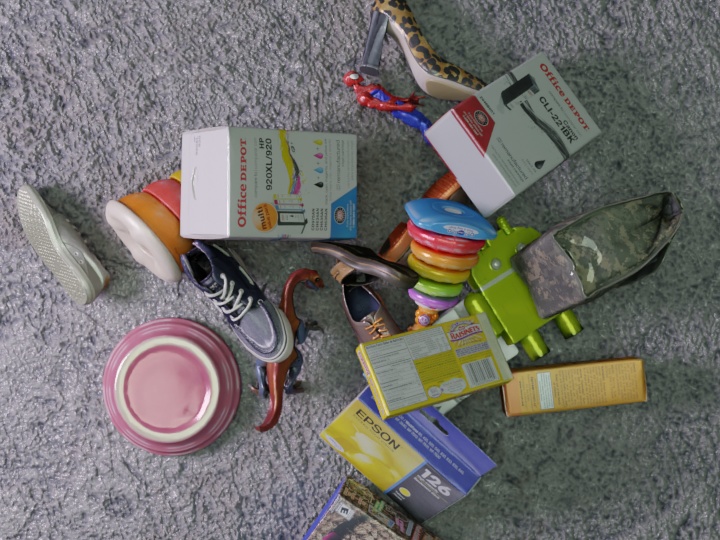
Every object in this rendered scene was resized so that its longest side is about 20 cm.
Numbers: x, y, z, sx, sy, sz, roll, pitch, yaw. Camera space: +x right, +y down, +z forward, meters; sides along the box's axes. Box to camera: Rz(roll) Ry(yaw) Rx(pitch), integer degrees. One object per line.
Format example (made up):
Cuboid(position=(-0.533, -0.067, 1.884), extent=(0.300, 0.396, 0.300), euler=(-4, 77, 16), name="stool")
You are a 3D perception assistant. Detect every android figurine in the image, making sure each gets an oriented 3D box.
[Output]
Cuboid(position=(0.228, 0.021, 1.656), extent=(0.182, 0.041, 0.200), euler=(-29, 90, -15), name="android figurine")

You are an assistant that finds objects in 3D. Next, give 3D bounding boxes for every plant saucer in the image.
Cuboid(position=(-0.273, 0.168, 1.680), extent=(0.200, 0.051, 0.201), euler=(0, 89, 1), name="plant saucer")

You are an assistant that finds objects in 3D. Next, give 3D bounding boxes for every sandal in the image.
Cuboid(position=(0.000, 0.000, 1.585), extent=(0.200, 0.082, 0.055), euler=(23, 102, 44), name="sandal")

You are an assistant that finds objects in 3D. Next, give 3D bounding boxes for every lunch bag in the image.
Cuboid(position=(0.329, -0.029, 1.581), extent=(0.200, 0.164, 0.118), euler=(-27, 86, -18), name="lunch bag")

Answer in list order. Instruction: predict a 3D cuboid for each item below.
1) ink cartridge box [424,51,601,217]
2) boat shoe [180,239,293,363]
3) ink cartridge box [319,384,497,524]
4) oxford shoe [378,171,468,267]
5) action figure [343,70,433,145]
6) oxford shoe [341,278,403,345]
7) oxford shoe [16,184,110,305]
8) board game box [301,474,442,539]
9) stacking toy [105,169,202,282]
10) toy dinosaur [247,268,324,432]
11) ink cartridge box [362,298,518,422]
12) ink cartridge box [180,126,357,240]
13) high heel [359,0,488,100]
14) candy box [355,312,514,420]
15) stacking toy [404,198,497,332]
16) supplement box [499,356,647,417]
Cuboid(position=(0.211, -0.188, 1.603), extent=(0.200, 0.084, 0.144), euler=(-35, 89, -33), name="ink cartridge box")
Cuboid(position=(-0.173, 0.042, 1.587), extent=(0.075, 0.093, 0.200), euler=(-46, 61, 12), name="boat shoe")
Cuboid(position=(0.060, 0.246, 1.606), extent=(0.198, 0.200, 0.047), euler=(42, 56, 2), name="ink cartridge box")
Cuboid(position=(0.116, -0.073, 1.661), extent=(0.073, 0.071, 0.200), euler=(41, 97, -15), name="oxford shoe")
Cuboid(position=(0.064, -0.226, 1.666), extent=(0.200, 0.065, 0.052), euler=(28, 113, 0), name="action figure")
Cuboid(position=(0.026, 0.095, 1.604), extent=(0.071, 0.073, 0.200), euler=(-35, 61, 1), name="oxford shoe")
Cuboid(position=(-0.427, -0.040, 1.686), extent=(0.058, 0.075, 0.200), euler=(-29, 78, -40), name="oxford shoe")
Cuboid(position=(0.014, 0.415, 1.638), extent=(0.200, 0.097, 0.160), euler=(34, 99, 2), name="board game box")
Cuboid(position=(-0.245, -0.093, 1.661), extent=(0.200, 0.146, 0.146), euler=(-43, 89, -18), name="stacking toy")
Cuboid(position=(-0.093, 0.095, 1.632), extent=(0.105, 0.200, 0.182), euler=(5, 122, -13), name="toy dinosaur")
Cuboid(position=(0.116, 0.131, 1.660), extent=(0.200, 0.067, 0.116), euler=(-37, 87, 2), name="ink cartridge box")
Cuboid(position=(-0.125, -0.113, 1.587), extent=(0.200, 0.145, 0.147), euler=(0, 91, -34), name="ink cartridge box")
Cuboid(position=(0.106, -0.325, 1.669), extent=(0.200, 0.071, 0.143), euler=(16, 74, -7), name="high heel")
Cuboid(position=(0.100, 0.124, 1.549), extent=(0.200, 0.026, 0.102), euler=(-12, 69, -27), name="candy box")
Cuboid(position=(0.101, 0.012, 1.586), extent=(0.116, 0.110, 0.200), euler=(10, 108, -12), name="stacking toy")
Cuboid(position=(0.298, 0.163, 1.655), extent=(0.200, 0.067, 0.069), euler=(-8, 90, 2), name="supplement box")
